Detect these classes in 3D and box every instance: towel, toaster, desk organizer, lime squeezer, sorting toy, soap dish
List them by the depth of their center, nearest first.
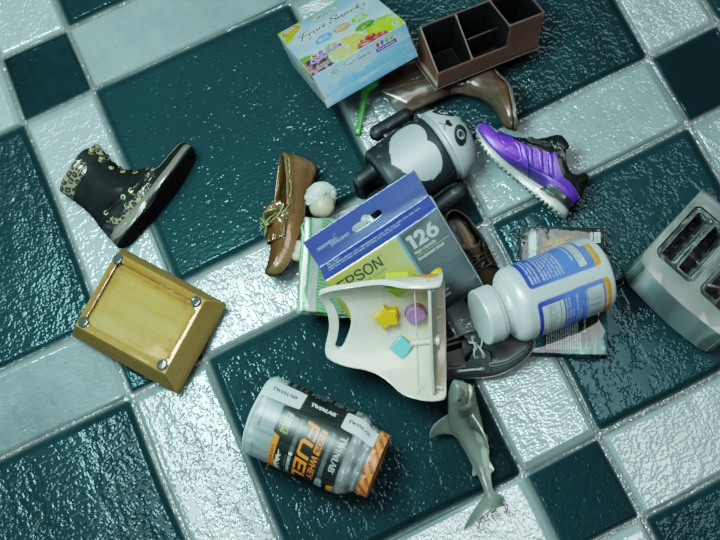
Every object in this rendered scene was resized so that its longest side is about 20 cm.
[{"bbox_3d":[0.032,0.075,1.389,0.177,0.202,0.107,0,33,6],"label":"sorting toy"},{"bbox_3d":[0.511,0.004,1.462,0.200,0.119,0.181,-44,76,-8],"label":"toaster"},{"bbox_3d":[0.000,0.000,1.490,0.197,0.023,0.155,5,83,-23],"label":"towel"},{"bbox_3d":[-0.331,0.072,1.512,0.198,0.081,0.159,26,78,11],"label":"soap dish"},{"bbox_3d":[0.189,-0.368,1.547,0.198,0.077,0.072,-24,61,-15],"label":"desk organizer"},{"bbox_3d":[0.023,-0.325,1.598,0.037,0.071,0.203,9,75,23],"label":"lime squeezer"}]

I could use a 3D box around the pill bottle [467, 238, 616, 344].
[{"bbox_3d":[0.261,0.036,1.428,0.198,0.112,0.113,-19,75,-11],"label":"pill bottle"}]

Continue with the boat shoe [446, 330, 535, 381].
[{"bbox_3d":[0.165,0.127,1.466,0.197,0.063,0.074,-15,77,9],"label":"boat shoe"}]

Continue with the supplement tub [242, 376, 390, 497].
[{"bbox_3d":[-0.063,0.247,1.430,0.198,0.123,0.124,21,77,9],"label":"supplement tub"}]

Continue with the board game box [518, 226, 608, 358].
[{"bbox_3d":[0.311,0.032,1.512,0.133,0.028,0.203,2,76,4],"label":"board game box"}]

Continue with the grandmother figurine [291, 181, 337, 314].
[{"bbox_3d":[-0.056,-0.036,1.511,0.060,0.121,0.203,-2,91,30],"label":"grandmother figurine"}]

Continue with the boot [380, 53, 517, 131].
[{"bbox_3d":[0.139,-0.277,1.583,0.197,0.064,0.188,-17,62,-4],"label":"boot"}]

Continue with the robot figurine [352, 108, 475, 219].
[{"bbox_3d":[0.085,-0.165,1.526,0.199,0.125,0.151,-33,111,-5],"label":"robot figurine"}]

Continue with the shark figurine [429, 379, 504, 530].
[{"bbox_3d":[0.149,0.256,1.445,0.088,0.128,0.217,-14,98,7],"label":"shark figurine"}]

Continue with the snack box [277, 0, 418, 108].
[{"bbox_3d":[-0.024,-0.360,1.559,0.167,0.068,0.200,-30,36,-3],"label":"snack box"}]

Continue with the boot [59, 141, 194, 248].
[{"bbox_3d":[-0.377,-0.155,1.581,0.150,0.073,0.201,36,86,11],"label":"boot"}]

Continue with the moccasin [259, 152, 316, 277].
[{"bbox_3d":[-0.123,-0.089,1.536,0.077,0.073,0.204,19,76,-24],"label":"moccasin"}]

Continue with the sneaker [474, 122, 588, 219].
[{"bbox_3d":[0.274,-0.181,1.539,0.200,0.070,0.100,41,97,3],"label":"sneaker"}]

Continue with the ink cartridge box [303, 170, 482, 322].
[{"bbox_3d":[0.050,-0.008,1.430,0.196,0.047,0.201,-33,113,5],"label":"ink cartridge box"}]

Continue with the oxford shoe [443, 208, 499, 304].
[{"bbox_3d":[0.176,-0.005,1.502,0.072,0.085,0.201,-31,78,-8],"label":"oxford shoe"}]
